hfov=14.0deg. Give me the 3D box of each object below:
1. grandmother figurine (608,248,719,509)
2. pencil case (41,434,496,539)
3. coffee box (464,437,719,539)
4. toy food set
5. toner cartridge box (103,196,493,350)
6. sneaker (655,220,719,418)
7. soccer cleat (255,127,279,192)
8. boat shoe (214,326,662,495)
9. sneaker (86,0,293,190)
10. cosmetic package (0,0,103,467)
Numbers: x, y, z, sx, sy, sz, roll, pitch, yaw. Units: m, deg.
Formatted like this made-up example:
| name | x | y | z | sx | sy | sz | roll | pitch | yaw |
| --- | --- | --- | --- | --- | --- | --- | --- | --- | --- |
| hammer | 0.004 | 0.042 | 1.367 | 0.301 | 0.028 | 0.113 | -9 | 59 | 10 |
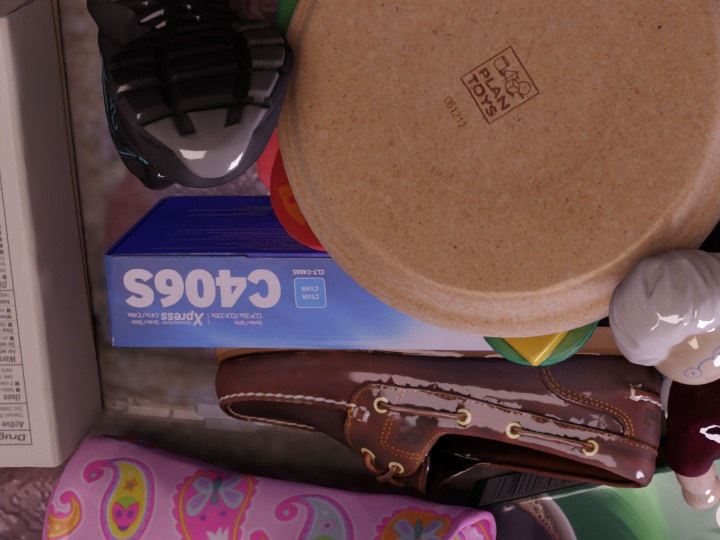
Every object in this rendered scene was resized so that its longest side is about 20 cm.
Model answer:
| name | x | y | z | sx | sy | sz | roll | pitch | yaw |
| --- | --- | --- | --- | --- | --- | --- | --- | --- | --- |
| grandmother figurine | 0.168 | 0.050 | 1.143 | 0.200 | 0.061 | 0.121 | 35 | 100 | -37 |
| pencil case | -0.038 | 0.128 | 1.272 | 0.199 | 0.087 | 0.088 | 11 | 109 | 23 |
| coffee box | 0.154 | 0.132 | 1.273 | 0.199 | 0.044 | 0.124 | -13 | 102 | 15 |
| toy food set | 0.057 | -0.069 | 1.161 | 0.200 | 0.049 | 0.198 | 43 | 92 | 14 |
| toner cartridge box | 0.000 | 0.000 | 1.241 | 0.199 | 0.095 | 0.043 | 0 | 108 | 13 |
| sneaker | 0.200 | -0.020 | 1.204 | 0.199 | 0.070 | 0.100 | -23 | 72 | 4 |
| soccer cleat | 0.048 | -0.065 | 1.229 | 0.199 | 0.067 | 0.077 | -2 | 102 | 16 |
| boat shoe | 0.030 | 0.061 | 1.253 | 0.199 | 0.070 | 0.071 | 0 | 79 | 18 |
| sneaker | -0.067 | -0.068 | 1.191 | 0.075 | 0.200 | 0.080 | -8 | 114 | -6 |
| cosmetic package | -0.180 | -0.018 | 1.287 | 0.103 | 0.073 | 0.201 | 0 | 107 | 13 |
